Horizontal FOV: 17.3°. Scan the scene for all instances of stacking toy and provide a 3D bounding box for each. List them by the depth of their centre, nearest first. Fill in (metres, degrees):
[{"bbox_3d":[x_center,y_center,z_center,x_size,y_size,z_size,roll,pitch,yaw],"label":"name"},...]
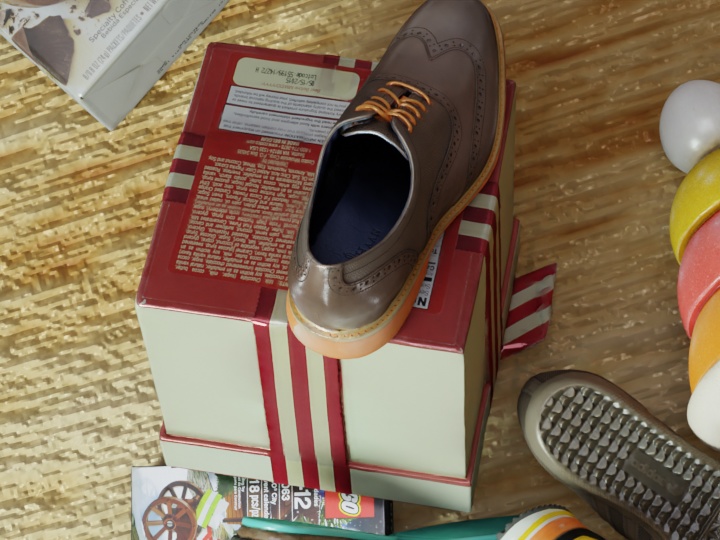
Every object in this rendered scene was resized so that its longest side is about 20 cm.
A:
[{"bbox_3d":[0.208,-0.018,1.205,0.146,0.146,0.200,-21,61,5],"label":"stacking toy"}]

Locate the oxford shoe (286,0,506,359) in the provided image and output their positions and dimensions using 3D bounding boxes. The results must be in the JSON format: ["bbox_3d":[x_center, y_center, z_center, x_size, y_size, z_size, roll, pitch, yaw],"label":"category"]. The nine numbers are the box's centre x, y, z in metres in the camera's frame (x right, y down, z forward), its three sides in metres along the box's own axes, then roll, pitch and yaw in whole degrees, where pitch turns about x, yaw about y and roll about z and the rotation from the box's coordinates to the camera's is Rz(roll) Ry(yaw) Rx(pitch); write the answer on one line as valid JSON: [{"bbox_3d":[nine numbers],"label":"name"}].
[{"bbox_3d":[0.022,-0.058,1.073,0.071,0.073,0.200,14,59,11],"label":"oxford shoe"}]

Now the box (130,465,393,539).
[{"bbox_3d":[-0.050,0.200,1.235,0.137,0.038,0.200,-3,80,8],"label":"box"}]

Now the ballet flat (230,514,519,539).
[{"bbox_3d":[0.019,0.157,1.183,0.200,0.068,0.068,3,89,-31],"label":"ballet flat"}]

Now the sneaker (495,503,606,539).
[{"bbox_3d":[0.075,0.218,1.149,0.090,0.070,0.200,34,102,40],"label":"sneaker"}]

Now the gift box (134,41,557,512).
[{"bbox_3d":[0.000,0.000,1.191,0.184,0.187,0.200,12,58,10],"label":"gift box"}]

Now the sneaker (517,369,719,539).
[{"bbox_3d":[0.162,0.118,1.207,0.200,0.076,0.070,44,90,-9],"label":"sneaker"}]

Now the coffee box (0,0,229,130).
[{"bbox_3d":[-0.180,-0.188,1.301,0.200,0.080,0.113,40,88,13],"label":"coffee box"}]
